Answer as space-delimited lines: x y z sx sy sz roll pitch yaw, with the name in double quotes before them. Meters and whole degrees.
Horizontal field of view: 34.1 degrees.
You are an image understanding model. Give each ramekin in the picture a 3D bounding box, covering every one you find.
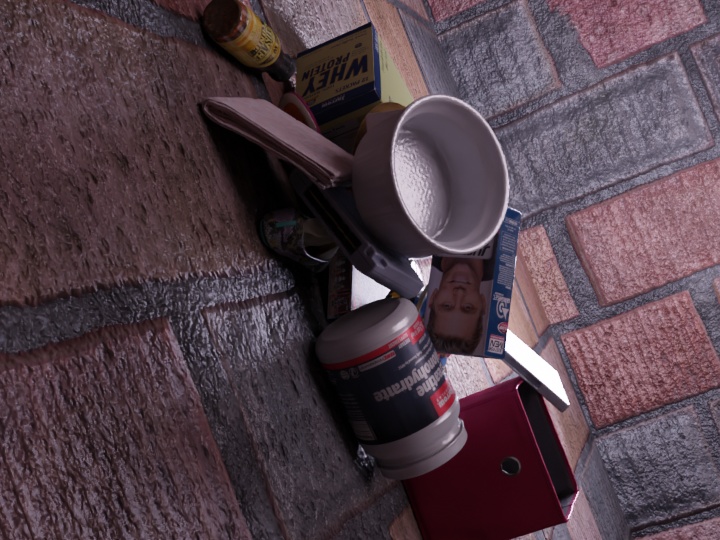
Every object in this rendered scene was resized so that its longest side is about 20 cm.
"ramekin" 0.083 -0.113 1.476 0.200 0.098 0.201 9 76 -38

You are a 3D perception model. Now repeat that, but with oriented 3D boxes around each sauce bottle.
"sauce bottle" -0.146 -0.314 1.618 0.200 0.066 0.066 24 46 -67

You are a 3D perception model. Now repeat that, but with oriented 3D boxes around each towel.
"towel" -0.091 -0.164 1.497 0.191 0.032 0.200 33 13 8

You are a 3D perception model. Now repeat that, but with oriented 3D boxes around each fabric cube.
"fabric cube" 0.179 0.276 1.679 0.200 0.199 0.197 -8 77 -75

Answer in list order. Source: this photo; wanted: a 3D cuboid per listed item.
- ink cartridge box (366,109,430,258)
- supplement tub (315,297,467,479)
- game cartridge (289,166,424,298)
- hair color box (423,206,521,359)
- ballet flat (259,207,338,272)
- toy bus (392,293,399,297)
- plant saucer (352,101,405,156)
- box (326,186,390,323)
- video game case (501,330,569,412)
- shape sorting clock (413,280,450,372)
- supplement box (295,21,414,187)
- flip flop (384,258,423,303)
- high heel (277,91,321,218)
"ink cartridge box" 0.086 -0.124 1.627 0.146 0.083 0.201 -12 101 -51
"supplement tub" 0.041 0.148 1.490 0.200 0.140 0.140 64 16 -13
"game cartridge" -0.002 -0.047 1.505 0.133 0.040 0.200 24 23 -52
"hair color box" 0.147 0.014 1.565 0.060 0.100 0.201 14 81 -55
"ballet flat" -0.062 -0.039 1.528 0.200 0.072 0.072 22 48 -70
"toy bus" 0.052 0.079 1.769 0.078 0.065 0.200 55 19 -44
"plant saucer" 0.061 -0.143 1.692 0.200 0.035 0.201 -2 93 -52
"box" 0.000 0.000 1.662 0.137 0.040 0.201 47 40 -55
"video game case" 0.216 0.113 1.699 0.200 0.018 0.143 41 13 -8
"shape sorting clock" 0.098 0.108 1.647 0.200 0.039 0.201 9 90 -74
"supplement box" 0.003 -0.233 1.813 0.200 0.134 0.200 -92 156 -49
"flip flop" 0.048 0.078 1.633 0.081 0.057 0.201 -13 110 -72
"high heel" -0.069 -0.165 1.678 0.096 0.067 0.201 -54 136 -64
